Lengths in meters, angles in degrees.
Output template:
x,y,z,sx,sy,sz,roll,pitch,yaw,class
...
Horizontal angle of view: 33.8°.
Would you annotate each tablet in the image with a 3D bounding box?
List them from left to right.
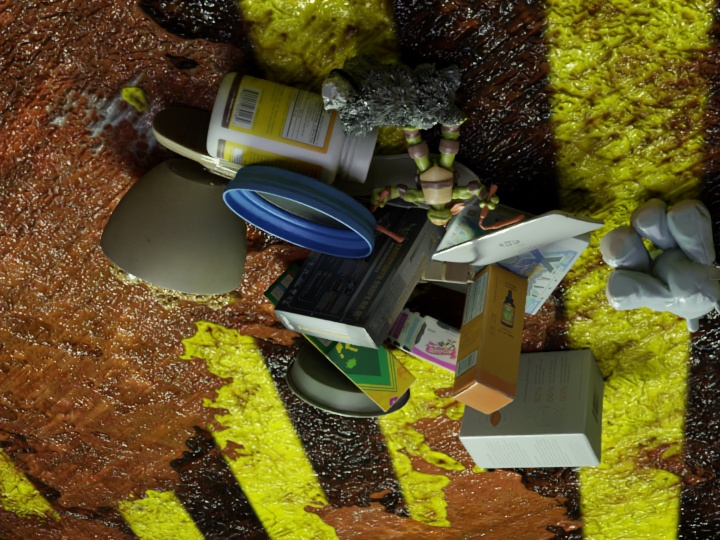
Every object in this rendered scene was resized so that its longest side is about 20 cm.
x,y,z,sx,sy,sz,roll,pitch,yaw,class
0.206,-0.039,1.553,0.200,0.014,0.130,-20,163,37,tablet

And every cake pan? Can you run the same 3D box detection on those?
x,y,z,sx,sy,sz,roll,pitch,yaw,class
-0.017,0.163,1.860,0.200,0.200,0.037,12,113,1,cake pan

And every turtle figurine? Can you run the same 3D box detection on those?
x,y,z,sx,sy,sz,roll,pitch,yaw,class
0.105,-0.119,1.479,0.200,0.064,0.161,1,121,10,turtle figurine

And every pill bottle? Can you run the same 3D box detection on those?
x,y,z,sx,sy,sz,roll,pitch,yaw,class
-0.082,-0.170,1.464,0.200,0.109,0.109,15,145,-3,pill bottle

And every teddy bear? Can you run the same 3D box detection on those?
x,y,z,sx,sy,sz,roll,pitch,yaw,class
-0.287,0.006,1.812,0.200,0.067,0.145,30,139,-25,teddy bear

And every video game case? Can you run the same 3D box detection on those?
x,y,z,sx,sy,sz,roll,pitch,yaw,class
0.199,-0.019,1.664,0.182,0.022,0.200,17,145,-7,video game case

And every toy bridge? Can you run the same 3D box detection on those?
x,y,z,sx,sy,sz,roll,pitch,yaw,class
0.117,0.003,1.607,0.067,0.027,0.200,5,178,-13,toy bridge

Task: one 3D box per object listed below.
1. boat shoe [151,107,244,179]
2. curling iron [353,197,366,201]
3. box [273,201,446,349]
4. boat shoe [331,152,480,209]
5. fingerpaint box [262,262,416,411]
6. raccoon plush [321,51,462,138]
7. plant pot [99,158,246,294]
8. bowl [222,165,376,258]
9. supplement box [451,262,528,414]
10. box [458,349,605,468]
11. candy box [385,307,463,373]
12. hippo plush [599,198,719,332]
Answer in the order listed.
x,y,z,sx,sy,sz,roll,pitch,yaw,class
-0.181,-0.151,1.554,0.200,0.071,0.065,20,144,-13,boat shoe
0.000,-0.109,1.595,0.200,0.026,0.050,9,143,5,curling iron
0.000,0.000,1.564,0.158,0.200,0.048,9,147,38,box
0.057,-0.118,1.548,0.200,0.073,0.063,5,180,-2,boat shoe
-0.031,0.096,1.756,0.167,0.073,0.200,47,175,-40,fingerpaint box
0.043,-0.190,1.350,0.134,0.200,0.097,3,111,12,raccoon plush
-0.239,-0.074,1.608,0.200,0.200,0.135,17,110,-6,plant pot
-0.073,-0.074,1.490,0.200,0.039,0.201,19,166,5,bowl
0.179,0.091,1.631,0.066,0.200,0.069,26,145,-18,supplement box
0.272,0.219,1.861,0.200,0.152,0.106,-5,142,24,box
0.109,0.106,1.747,0.136,0.061,0.200,25,177,-17,candy box
0.422,-0.006,1.545,0.200,0.160,0.161,13,179,25,hippo plush
